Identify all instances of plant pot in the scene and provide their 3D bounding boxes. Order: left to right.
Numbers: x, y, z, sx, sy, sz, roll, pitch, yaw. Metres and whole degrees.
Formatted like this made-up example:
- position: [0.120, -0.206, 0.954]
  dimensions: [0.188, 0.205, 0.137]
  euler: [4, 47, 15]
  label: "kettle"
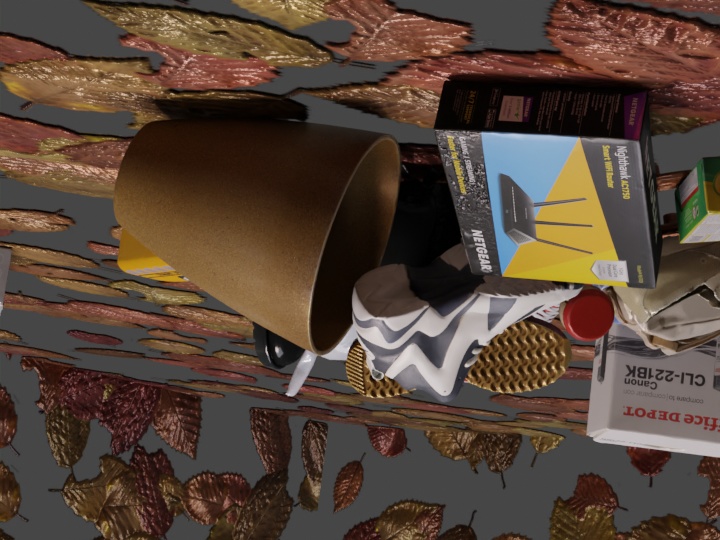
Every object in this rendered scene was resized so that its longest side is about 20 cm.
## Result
- position: [-0.092, -0.050, 1.498]
  dimensions: [0.200, 0.187, 0.186]
  euler: [18, 174, 16]
  label: "plant pot"

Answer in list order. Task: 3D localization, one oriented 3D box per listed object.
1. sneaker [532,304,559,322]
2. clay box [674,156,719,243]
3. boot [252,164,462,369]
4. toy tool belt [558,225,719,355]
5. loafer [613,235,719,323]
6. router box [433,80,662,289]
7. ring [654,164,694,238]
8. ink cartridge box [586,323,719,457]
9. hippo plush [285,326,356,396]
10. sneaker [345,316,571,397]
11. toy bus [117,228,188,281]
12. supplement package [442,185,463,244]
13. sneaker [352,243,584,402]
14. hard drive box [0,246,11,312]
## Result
- position: [0.184, 0.042, 1.933]
  dimensions: [0.071, 0.113, 0.200]
  euler: [12, 169, -29]
  label: "sneaker"
- position: [0.344, -0.057, 1.367]
  dimensions: [0.200, 0.048, 0.115]
  euler: [-4, 170, -2]
  label: "clay box"
- position: [0.000, 0.001, 1.615]
  dimensions: [0.162, 0.198, 0.073]
  euler: [10, 175, 23]
  label: "boot"
- position: [0.260, 0.011, 1.647]
  dimensions: [0.200, 0.125, 0.123]
  euler: [-13, -164, -9]
  label: "toy tool belt"
- position: [0.308, -0.004, 1.542]
  dimensions: [0.200, 0.068, 0.076]
  euler: [-15, 171, 3]
  label: "loafer"
- position: [0.144, -0.062, 1.368]
  dimensions: [0.149, 0.051, 0.200]
  euler: [4, 150, 16]
  label: "router box"
- position: [0.246, -0.056, 1.491]
  dimensions: [0.200, 0.019, 0.200]
  euler: [-6, 168, -1]
  label: "ring"
- position: [0.302, 0.069, 1.742]
  dimensions: [0.144, 0.200, 0.084]
  euler: [8, 171, -4]
  label: "ink cartridge box"
- position: [-0.019, 0.004, 1.906]
  dimensions: [0.200, 0.159, 0.161]
  euler: [-16, 128, 31]
  label: "hippo plush"
- position: [0.087, 0.068, 1.638]
  dimensions: [0.200, 0.075, 0.090]
  euler: [-2, -167, 5]
  label: "sneaker"
- position: [-0.175, -0.029, 1.937]
  dimensions: [0.078, 0.065, 0.200]
  euler: [16, 168, -33]
  label: "toy bus"
- position: [0.045, -0.012, 1.709]
  dimensions: [0.200, 0.117, 0.117]
  euler: [3, 167, 21]
  label: "supplement package"
- position: [0.090, 0.047, 1.548]
  dimensions: [0.199, 0.080, 0.130]
  euler: [-17, 140, -15]
  label: "sneaker"
- position: [-0.558, 0.003, 2.370]
  dimensions: [0.200, 0.077, 0.156]
  euler: [9, 170, -13]
  label: "hard drive box"
